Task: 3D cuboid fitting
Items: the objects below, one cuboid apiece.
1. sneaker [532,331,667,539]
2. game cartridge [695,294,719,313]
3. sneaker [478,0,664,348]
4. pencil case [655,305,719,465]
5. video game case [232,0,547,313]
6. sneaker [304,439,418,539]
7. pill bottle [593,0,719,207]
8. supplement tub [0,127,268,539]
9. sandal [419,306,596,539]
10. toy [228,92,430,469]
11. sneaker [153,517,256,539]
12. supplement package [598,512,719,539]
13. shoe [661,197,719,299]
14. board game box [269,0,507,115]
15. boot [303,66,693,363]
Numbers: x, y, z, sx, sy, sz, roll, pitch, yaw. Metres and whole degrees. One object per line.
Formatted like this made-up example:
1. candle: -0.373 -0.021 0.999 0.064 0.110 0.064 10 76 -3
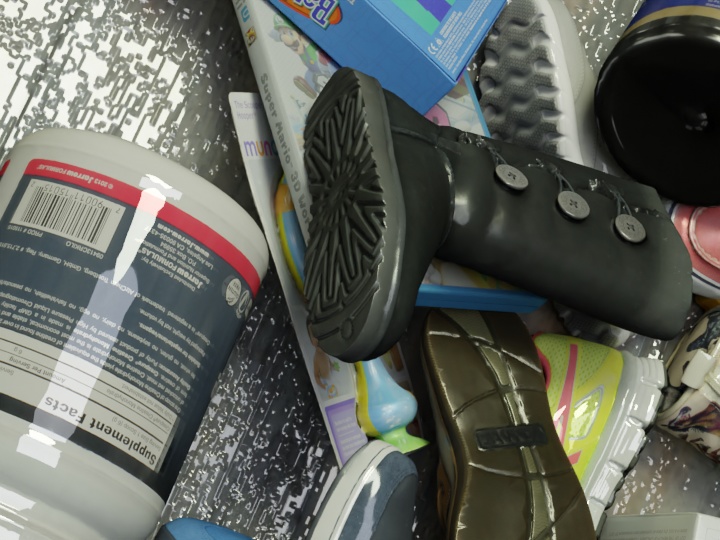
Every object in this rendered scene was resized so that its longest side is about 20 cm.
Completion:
1. sneaker: 0.087 0.122 1.000 0.090 0.078 0.201 27 72 2
2. game cartridge: 0.306 -0.013 1.111 0.199 0.032 0.177 22 76 -12
3. sneaker: 0.127 -0.060 1.045 0.082 0.075 0.201 -20 96 -33
4. pencil case: 0.248 0.105 1.039 0.200 0.089 0.078 39 87 -9
5. video game case: 0.013 -0.072 0.965 0.143 0.018 0.201 4 57 -39
6. sneaker: 0.035 0.189 0.846 0.146 0.077 0.203 13 89 24
7. pill bottle: 0.211 -0.132 1.025 0.112 0.112 0.200 44 45 -8
8. supplement tub: -0.140 0.047 0.890 0.140 0.140 0.201 27 72 -13
9. sandal: 0.064 0.109 0.939 0.081 0.055 0.201 -2 61 -23
10. toy: 0.000 0.000 0.964 0.047 0.115 0.201 -14 88 23
11. sneaker: -0.007 0.167 0.939 0.200 0.066 0.079 31 87 6
12. supplement package: 0.185 0.239 0.984 0.116 0.117 0.201 16 77 -16
13. shoe: 0.262 -0.018 1.019 0.199 0.091 0.072 6 83 -24
14. board game box: -0.011 -0.190 0.987 0.200 0.045 0.152 42 41 -8
15. boot: 0.072 -0.002 0.901 0.199 0.066 0.165 22 47 -28
